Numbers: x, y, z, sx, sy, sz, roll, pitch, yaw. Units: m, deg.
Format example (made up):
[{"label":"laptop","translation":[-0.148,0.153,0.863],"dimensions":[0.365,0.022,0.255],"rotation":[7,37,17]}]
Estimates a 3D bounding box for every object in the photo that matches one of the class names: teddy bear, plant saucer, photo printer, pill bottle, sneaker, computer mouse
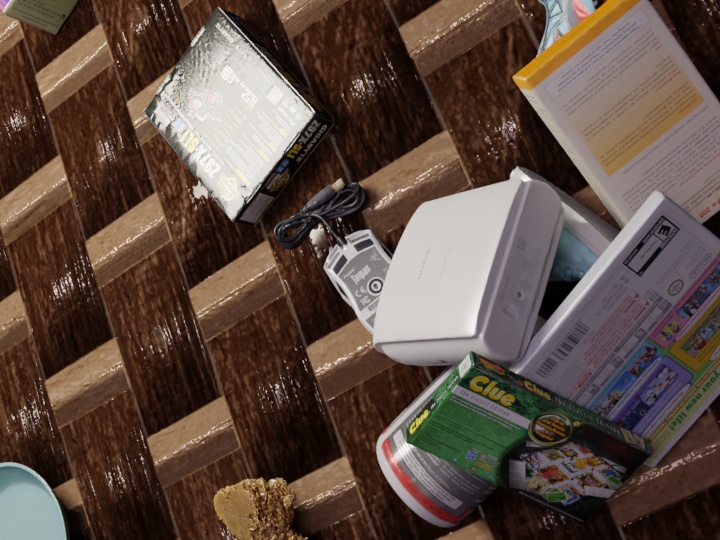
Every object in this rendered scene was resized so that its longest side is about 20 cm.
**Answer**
[{"label":"teddy bear","translation":[-0.094,0.323,1.169],"dimensions":[0.144,0.066,0.202],"rotation":[-36,75,31]},{"label":"plant saucer","translation":[-0.429,0.343,1.352],"dimensions":[0.197,0.036,0.204],"rotation":[-4,82,29]},{"label":"photo printer","translation":[0.091,0.007,1.015],"dimensions":[0.199,0.069,0.169],"rotation":[-9,57,59]},{"label":"pill bottle","translation":[0.118,0.139,1.032],"dimensions":[0.200,0.115,0.116],"rotation":[-47,66,17]},{"label":"sneaker","translation":[0.218,-0.198,1.050],"dimensions":[0.095,0.078,0.204],"rotation":[-12,79,50]},{"label":"computer mouse","translation":[0.000,0.000,1.151],"dimensions":[0.109,0.044,0.201],"rotation":[-36,67,0]},{"label":"sneaker","translation":[0.204,-0.013,1.032],"dimensions":[0.200,0.073,0.083],"rotation":[45,114,34]}]

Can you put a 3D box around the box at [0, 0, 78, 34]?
[{"label":"box","translation":[-0.419,-0.449,1.404],"dimensions":[0.201,0.096,0.176],"rotation":[-50,65,15]}]

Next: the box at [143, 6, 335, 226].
[{"label":"box","translation":[-0.144,-0.179,1.251],"dimensions":[0.200,0.049,0.160],"rotation":[48,110,24]}]

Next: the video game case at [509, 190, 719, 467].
[{"label":"video game case","translation":[0.257,0.057,0.947],"dimensions":[0.201,0.181,0.022],"rotation":[-52,22,14]}]

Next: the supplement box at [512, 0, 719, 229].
[{"label":"supplement box","translation":[0.244,-0.129,0.953],"dimensions":[0.125,0.074,0.201],"rotation":[-37,99,6]}]

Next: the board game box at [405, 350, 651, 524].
[{"label":"board game box","translation":[0.149,0.151,0.956],"dimensions":[0.105,0.198,0.024],"rotation":[-51,22,29]}]
